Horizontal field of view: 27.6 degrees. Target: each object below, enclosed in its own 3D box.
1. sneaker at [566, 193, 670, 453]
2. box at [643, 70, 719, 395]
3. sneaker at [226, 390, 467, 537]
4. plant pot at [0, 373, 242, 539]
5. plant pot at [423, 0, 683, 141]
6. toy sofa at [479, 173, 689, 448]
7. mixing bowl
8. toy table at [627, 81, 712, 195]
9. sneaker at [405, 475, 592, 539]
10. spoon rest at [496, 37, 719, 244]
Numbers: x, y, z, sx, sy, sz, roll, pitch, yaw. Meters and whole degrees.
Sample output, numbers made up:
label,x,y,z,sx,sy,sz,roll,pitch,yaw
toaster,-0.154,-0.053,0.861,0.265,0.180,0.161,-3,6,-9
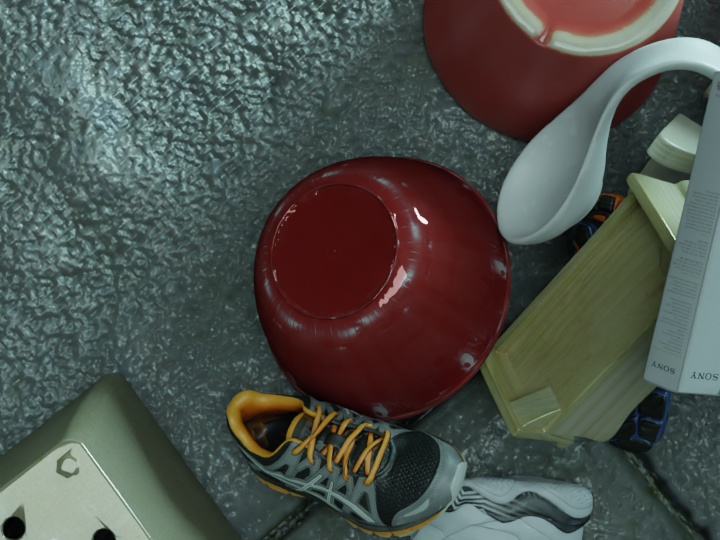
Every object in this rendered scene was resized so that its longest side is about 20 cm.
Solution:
label,x,y,z,sx,sy,sz,roll,pitch,yaw
sneaker,0.207,0.038,1.106,0.075,0.078,0.203,3,103,35
box,0.264,-0.016,0.951,0.143,0.036,0.203,6,100,-36
sneaker,-0.016,0.130,1.033,0.198,0.077,0.079,5,58,36
plant pot,-0.199,0.206,1.017,0.199,0.177,0.201,-37,88,-6
plant pot,0.150,-0.204,1.073,0.197,0.177,0.204,0,85,-2
toy sofa,0.180,0.032,1.037,0.097,0.201,0.083,9,42,-38
mixing bowl,0.000,0.000,1.045,0.197,0.108,0.203,-5,75,19
toy table,0.288,-0.086,1.081,0.117,0.184,0.201,38,117,11
sneaker,0.071,0.208,1.082,0.197,0.075,0.117,4,86,-1
spoon rest,0.165,-0.093,1.016,0.060,0.100,0.199,35,122,-27
